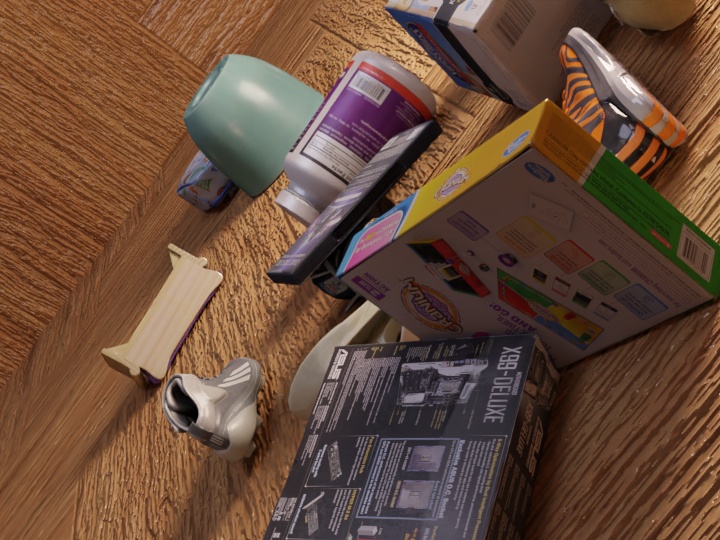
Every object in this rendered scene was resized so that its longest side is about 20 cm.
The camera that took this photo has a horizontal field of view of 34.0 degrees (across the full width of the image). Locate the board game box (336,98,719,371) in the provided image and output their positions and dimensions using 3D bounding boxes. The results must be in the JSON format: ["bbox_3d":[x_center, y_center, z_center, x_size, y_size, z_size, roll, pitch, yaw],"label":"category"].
[{"bbox_3d":[0.100,-0.004,0.744,0.200,0.153,0.040,-33,27,48],"label":"board game box"}]

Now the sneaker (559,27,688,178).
[{"bbox_3d":[0.163,-0.109,0.891,0.112,0.077,0.200,-48,19,18],"label":"sneaker"}]

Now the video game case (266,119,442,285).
[{"bbox_3d":[-0.010,-0.064,1.157,0.200,0.019,0.143,-49,10,-9],"label":"video game case"}]

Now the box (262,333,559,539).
[{"bbox_3d":[0.029,0.134,0.747,0.157,0.050,0.201,-6,45,31],"label":"box"}]

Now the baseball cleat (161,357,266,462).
[{"bbox_3d":[-0.151,0.124,1.223,0.070,0.106,0.200,-57,16,8],"label":"baseball cleat"}]

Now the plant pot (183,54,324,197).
[{"bbox_3d":[-0.180,-0.243,1.857,0.201,0.161,0.201,-46,20,23],"label":"plant pot"}]

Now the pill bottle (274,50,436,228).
[{"bbox_3d":[-0.009,-0.137,1.320,0.201,0.112,0.112,-56,18,-3],"label":"pill bottle"}]

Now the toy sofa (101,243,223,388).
[{"bbox_3d":[-0.282,0.072,1.713,0.201,0.097,0.083,-61,-5,-18],"label":"toy sofa"}]

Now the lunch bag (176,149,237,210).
[{"bbox_3d":[-0.246,-0.186,2.064,0.161,0.075,0.200,-56,17,-12],"label":"lunch bag"}]

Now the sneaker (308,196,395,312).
[{"bbox_3d":[0.000,0.000,1.118,0.109,0.070,0.200,-45,13,13],"label":"sneaker"}]

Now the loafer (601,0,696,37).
[{"bbox_3d":[0.231,-0.227,0.953,0.076,0.068,0.200,-42,6,23],"label":"loafer"}]

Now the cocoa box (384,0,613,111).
[{"bbox_3d":[0.147,-0.269,1.069,0.131,0.133,0.201,29,84,48],"label":"cocoa box"}]

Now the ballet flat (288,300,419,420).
[{"bbox_3d":[0.012,0.064,0.998,0.200,0.069,0.070,-51,18,12],"label":"ballet flat"}]
